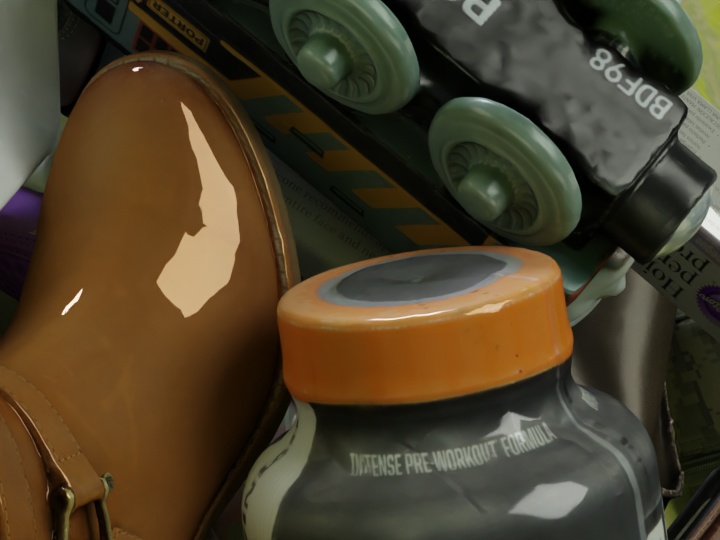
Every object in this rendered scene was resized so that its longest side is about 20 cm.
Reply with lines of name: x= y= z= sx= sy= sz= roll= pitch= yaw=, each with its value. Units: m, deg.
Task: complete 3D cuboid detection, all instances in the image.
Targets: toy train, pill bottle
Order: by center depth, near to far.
pill bottle: x=0.028 y=0.097 z=0.663 sx=0.106 sy=0.106 sz=0.200 roll=-28 pitch=113 yaw=-56
toy train: x=0.004 y=-0.064 z=0.709 sx=0.200 sy=0.114 sz=0.085 roll=38 pitch=64 yaw=4

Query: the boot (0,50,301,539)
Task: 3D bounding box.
boot: x=-0.078 y=0.035 z=0.629 sx=0.155 sy=0.074 sz=0.201 roll=16 pitch=75 yaw=-67

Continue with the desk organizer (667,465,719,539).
desk organizer: x=0.125 y=0.102 z=0.792 sx=0.077 sy=0.072 sz=0.200 roll=39 pitch=-6 yaw=7

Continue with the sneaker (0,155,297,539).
sneaker: x=-0.042 y=0.051 z=0.742 sx=0.200 sy=0.080 sz=0.089 roll=40 pitch=73 yaw=-3

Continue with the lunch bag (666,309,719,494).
lunch bag: x=0.221 y=0.076 z=0.998 sx=0.200 sy=0.139 sz=0.168 roll=-6 pitch=83 yaw=-52

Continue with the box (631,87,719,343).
box: x=0.050 y=-0.058 z=0.767 sx=0.200 sy=0.039 sz=0.041 roll=40 pitch=59 yaw=4

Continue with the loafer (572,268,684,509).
loafer: x=0.080 y=0.001 z=0.933 sx=0.073 sy=0.071 sz=0.200 roll=21 pitch=47 yaw=-40

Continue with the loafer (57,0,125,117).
loafer: x=-0.109 y=-0.128 z=0.824 sx=0.063 sy=0.072 sz=0.200 roll=15 pitch=44 yaw=-24

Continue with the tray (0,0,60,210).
tray: x=-0.103 y=-0.058 z=0.626 sx=0.200 sy=0.022 sz=0.108 roll=-70 pitch=160 yaw=-72

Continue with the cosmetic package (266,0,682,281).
cosmetic package: x=0.025 y=-0.056 z=0.823 sx=0.102 sy=0.074 sz=0.200 roll=35 pitch=56 yaw=1
